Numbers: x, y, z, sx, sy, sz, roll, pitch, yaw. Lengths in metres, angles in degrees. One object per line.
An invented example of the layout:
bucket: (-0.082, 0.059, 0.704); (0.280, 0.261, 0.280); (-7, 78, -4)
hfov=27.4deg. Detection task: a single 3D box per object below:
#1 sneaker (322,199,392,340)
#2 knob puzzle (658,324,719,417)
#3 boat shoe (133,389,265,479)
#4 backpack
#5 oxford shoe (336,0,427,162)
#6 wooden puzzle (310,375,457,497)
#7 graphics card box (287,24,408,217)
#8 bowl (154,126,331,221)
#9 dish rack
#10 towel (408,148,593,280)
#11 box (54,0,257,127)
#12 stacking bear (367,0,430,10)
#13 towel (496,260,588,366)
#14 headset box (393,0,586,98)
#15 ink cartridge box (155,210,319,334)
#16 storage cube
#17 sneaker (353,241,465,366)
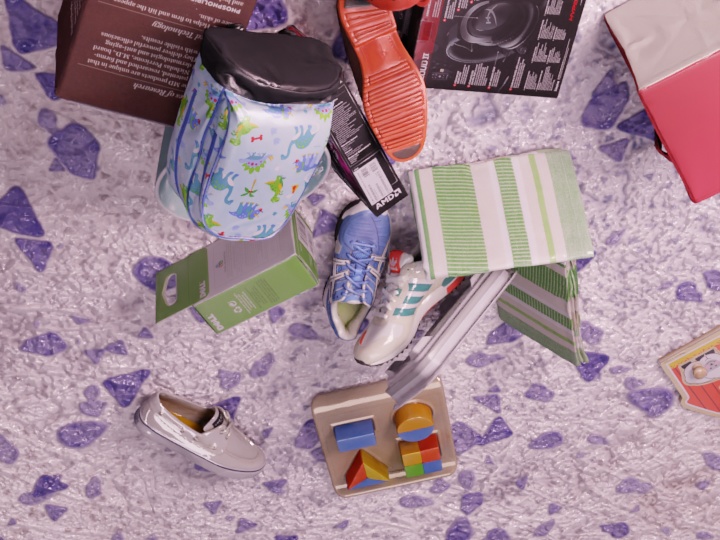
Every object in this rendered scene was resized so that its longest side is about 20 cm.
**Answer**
sneaker: (0.000, 0.000, 1.842); (0.075, 0.077, 0.201); (3, 128, -9)
knob puzzle: (0.541, 0.148, 2.081); (0.218, 0.031, 0.221); (-5, 130, -6)
boat shoe: (-0.205, 0.217, 2.001); (0.199, 0.071, 0.070); (29, 123, -21)
backpack: (-0.115, -0.127, 1.483); (0.163, 0.154, 0.200); (1, 142, -42)
oxford shoe: (0.024, -0.218, 1.621); (0.071, 0.073, 0.201); (-17, 101, -8)
wooden puzzle: (0.037, 0.240, 2.069); (0.184, 0.046, 0.201); (-12, 130, 1)
graphics card box: (-0.028, -0.167, 1.663); (0.051, 0.126, 0.200); (-36, 130, -4)
bowl: (-0.141, -0.145, 1.656); (0.200, 0.106, 0.201); (-13, 155, -6)
dish rack: (0.104, 0.076, 1.844); (0.044, 0.200, 0.172); (41, 156, 0)
towel: (0.164, -0.067, 1.761); (0.199, 0.153, 0.023); (-8, 152, 1)
box: (-0.209, -0.281, 1.514); (0.163, 0.166, 0.201); (12, 127, -20)
stacking bear: (0.021, -0.359, 1.500); (0.121, 0.114, 0.201); (3, 124, 25)
towel: (0.220, 0.022, 1.856); (0.023, 0.152, 0.201); (-39, 139, -22)
headset box: (0.134, -0.277, 1.630); (0.199, 0.077, 0.149); (3, 129, -10)
ink cartridge box: (-0.152, 0.009, 1.808); (0.199, 0.104, 0.059); (-27, 128, 13)
storage cube: (0.401, -0.221, 1.657); (0.199, 0.171, 0.180); (-27, 127, 15)
sneaker: (0.047, 0.025, 1.835); (0.200, 0.070, 0.094); (-46, 122, -17)
